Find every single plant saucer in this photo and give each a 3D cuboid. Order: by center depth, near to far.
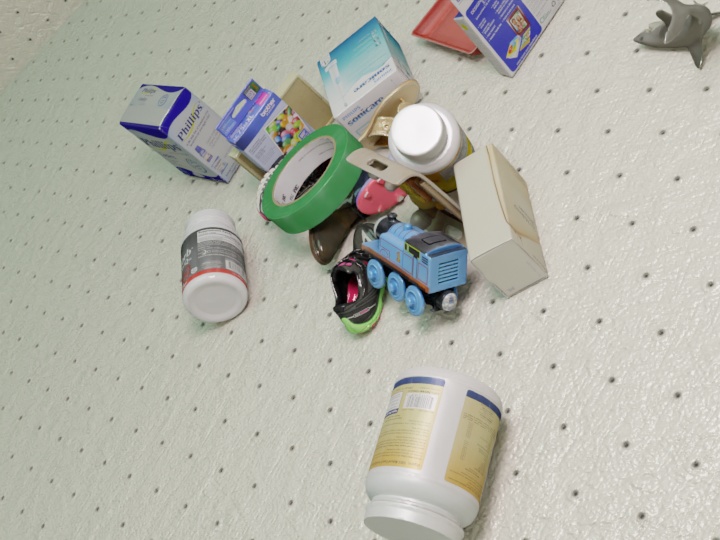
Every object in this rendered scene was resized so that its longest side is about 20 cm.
[{"bbox_3d":[0.211,-0.471,1.911,0.200,0.037,0.200,-51,37,-3],"label":"plant saucer"}]

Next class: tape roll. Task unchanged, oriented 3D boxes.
[{"bbox_3d":[-0.081,-0.156,1.813,0.200,0.048,0.200,-34,33,25],"label":"tape roll"}]

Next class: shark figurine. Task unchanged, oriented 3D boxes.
[{"bbox_3d":[0.457,-0.327,1.485,0.128,0.214,0.090,-6,91,8],"label":"shark figurine"}]

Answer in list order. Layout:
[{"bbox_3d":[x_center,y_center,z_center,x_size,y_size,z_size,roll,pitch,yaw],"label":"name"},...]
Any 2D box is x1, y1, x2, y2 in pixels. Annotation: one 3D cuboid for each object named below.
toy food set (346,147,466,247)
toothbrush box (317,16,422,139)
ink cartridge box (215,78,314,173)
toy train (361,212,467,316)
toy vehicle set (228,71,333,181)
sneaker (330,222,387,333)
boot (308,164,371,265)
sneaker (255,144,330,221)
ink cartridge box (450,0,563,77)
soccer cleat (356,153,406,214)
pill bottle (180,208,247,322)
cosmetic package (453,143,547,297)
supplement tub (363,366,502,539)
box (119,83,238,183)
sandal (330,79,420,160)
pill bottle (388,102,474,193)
[{"bbox_3d":[0.080,-0.099,1.588,0.060,0.200,0.143,-55,37,-1],"label":"toy food set"},{"bbox_3d":[0.013,-0.351,1.968,0.146,0.085,0.200,-36,38,16],"label":"toothbrush box"},{"bbox_3d":[-0.159,-0.244,1.957,0.119,0.200,0.042,-54,36,-5],"label":"ink cartridge box"},{"bbox_3d":[0.078,-0.012,1.578,0.200,0.087,0.114,36,131,51],"label":"toy train"},{"bbox_3d":[-0.142,-0.258,2.014,0.200,0.124,0.027,-54,37,-6],"label":"toy vehicle set"},{"bbox_3d":[0.000,0.000,1.681,0.077,0.084,0.200,-20,46,33],"label":"sneaker"},{"bbox_3d":[-0.023,-0.103,1.802,0.097,0.075,0.200,-18,45,39],"label":"boot"},{"bbox_3d":[-0.111,-0.170,1.945,0.200,0.081,0.075,-48,39,1],"label":"sneaker"},{"bbox_3d":[0.237,-0.452,1.731,0.198,0.200,0.047,-55,38,-7],"label":"ink cartridge box"},{"bbox_3d":[0.063,-0.174,1.788,0.200,0.067,0.076,-48,29,-1],"label":"soccer cleat"},{"bbox_3d":[-0.267,-0.012,1.939,0.116,0.116,0.200,-35,39,19],"label":"pill bottle"},{"bbox_3d":[0.198,-0.074,1.529,0.073,0.104,0.200,-30,42,24],"label":"cosmetic package"},{"bbox_3d":[0.089,0.237,1.338,0.144,0.144,0.200,-8,53,42],"label":"supplement tub"},{"bbox_3d":[-0.359,-0.281,2.192,0.184,0.200,0.105,15,71,50],"label":"box"},{"bbox_3d":[0.043,-0.232,1.863,0.212,0.078,0.070,-44,58,12],"label":"sandal"},{"bbox_3d":[0.107,-0.187,1.624,0.109,0.200,0.109,-3,81,16],"label":"pill bottle"}]
